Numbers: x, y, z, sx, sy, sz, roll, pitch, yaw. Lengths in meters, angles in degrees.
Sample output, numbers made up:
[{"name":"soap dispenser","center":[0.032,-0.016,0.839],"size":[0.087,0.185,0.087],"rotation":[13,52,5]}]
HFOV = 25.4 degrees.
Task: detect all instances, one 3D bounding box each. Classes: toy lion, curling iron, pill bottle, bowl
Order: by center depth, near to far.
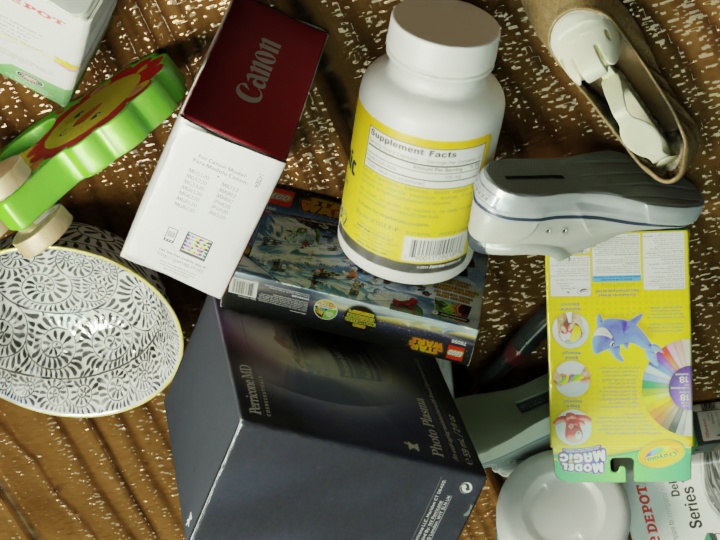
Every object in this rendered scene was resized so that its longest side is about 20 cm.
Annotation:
[{"name":"pill bottle","center":[0.049,-0.099,1.209],"size":[0.111,0.111,0.201],"rotation":[12,124,2]},{"name":"toy lion","center":[-0.226,-0.098,1.238],"size":[0.069,0.192,0.200],"rotation":[53,157,-22]},{"name":"bowl","center":[-0.244,0.023,1.345],"size":[0.200,0.094,0.201],"rotation":[1,133,1]},{"name":"curling iron","center":[0.143,0.066,1.357],"size":[0.049,0.026,0.200],"rotation":[16,123,-27]},{"name":"pill bottle","center":[0.173,0.233,1.375],"size":[0.110,0.111,0.200],"rotation":[4,157,8]}]

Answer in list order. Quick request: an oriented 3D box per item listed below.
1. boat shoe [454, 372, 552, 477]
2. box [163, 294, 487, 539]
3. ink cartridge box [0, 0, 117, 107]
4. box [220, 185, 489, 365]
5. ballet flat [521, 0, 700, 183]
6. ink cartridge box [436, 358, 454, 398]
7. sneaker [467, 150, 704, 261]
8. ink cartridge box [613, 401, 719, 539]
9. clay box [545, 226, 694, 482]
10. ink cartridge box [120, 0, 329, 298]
[{"name":"boat shoe","center":[0.132,0.141,1.350],"size":[0.200,0.070,0.072],"rotation":[-19,130,-8]},{"name":"box","center":[-0.033,0.128,1.224],"size":[0.198,0.200,0.124],"rotation":[14,114,-20]},{"name":"ink cartridge box","center":[-0.249,-0.211,1.142],"size":[0.145,0.088,0.200],"rotation":[28,165,-8]},{"name":"box","center":[0.000,0.000,1.268],"size":[0.199,0.137,0.040],"rotation":[14,125,1]},{"name":"ballet flat","center":[0.186,-0.140,1.180],"size":[0.068,0.072,0.200],"rotation":[-28,115,25]},{"name":"ink cartridge box","center":[-0.019,0.116,1.365],"size":[0.199,0.050,0.163],"rotation":[-9,119,-4]},{"name":"sneaker","center":[0.168,-0.045,1.219],"size":[0.199,0.073,0.071],"rotation":[1,131,-23]},{"name":"ink cartridge box","center":[0.326,0.189,1.368],"size":[0.199,0.084,0.147],"rotation":[-11,120,16]},{"name":"clay box","center":[0.207,0.067,1.277],"size":[0.114,0.048,0.201],"rotation":[-1,96,10]},{"name":"ink cartridge box","center":[-0.089,-0.112,1.169],"size":[0.084,0.200,0.176],"rotation":[23,126,-8]}]
